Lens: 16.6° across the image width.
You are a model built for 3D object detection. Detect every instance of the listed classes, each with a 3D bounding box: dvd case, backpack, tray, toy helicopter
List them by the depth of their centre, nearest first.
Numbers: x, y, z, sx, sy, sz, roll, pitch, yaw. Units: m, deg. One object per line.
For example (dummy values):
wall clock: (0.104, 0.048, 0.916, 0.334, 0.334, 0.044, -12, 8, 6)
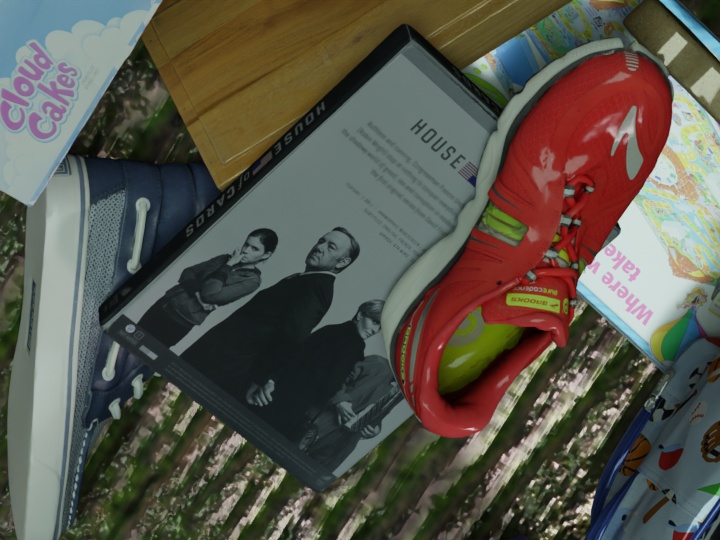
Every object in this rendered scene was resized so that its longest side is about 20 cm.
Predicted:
toy helicopter: (0.190, -0.044, 1.094, 0.200, 0.132, 0.079, 46, 104, 4)
backpack: (0.188, 0.135, 1.137, 0.200, 0.154, 0.191, 37, 84, -24)
tray: (0.002, -0.125, 1.137, 0.199, 0.037, 0.099, -31, 69, 7)
dvd case: (0.000, 0.000, 1.142, 0.200, 0.025, 0.150, -42, 120, 16)

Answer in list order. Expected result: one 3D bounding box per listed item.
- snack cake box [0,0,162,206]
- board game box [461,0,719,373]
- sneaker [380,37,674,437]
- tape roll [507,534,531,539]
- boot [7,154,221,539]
snack cake box: (-0.111, -0.138, 1.063, 0.067, 0.115, 0.200, 30, 127, -9)
board game box: (0.132, -0.055, 1.175, 0.200, 0.034, 0.135, 42, 100, -8)
sneaker: (0.082, -0.007, 1.086, 0.077, 0.085, 0.201, 20, 117, -22)
tape roll: (0.084, 0.231, 1.154, 0.085, 0.200, 0.201, -28, 101, 8)
boot: (-0.117, 0.042, 1.185, 0.090, 0.073, 0.202, 1, 115, -18)
